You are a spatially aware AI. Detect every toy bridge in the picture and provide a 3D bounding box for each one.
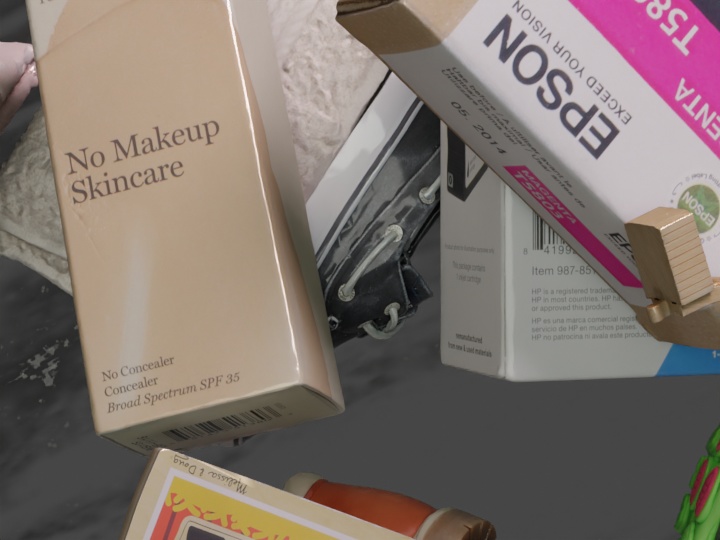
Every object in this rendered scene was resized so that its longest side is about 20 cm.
[{"bbox_3d":[0.189,-0.023,0.837,0.199,0.027,0.068,-25,106,-20],"label":"toy bridge"}]

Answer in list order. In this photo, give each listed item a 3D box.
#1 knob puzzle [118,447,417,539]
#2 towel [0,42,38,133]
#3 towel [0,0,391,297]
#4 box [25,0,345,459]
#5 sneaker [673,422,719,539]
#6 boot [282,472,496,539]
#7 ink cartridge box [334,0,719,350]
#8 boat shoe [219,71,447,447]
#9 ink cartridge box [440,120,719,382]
[{"bbox_3d":[-0.030,0.191,0.851,0.218,0.030,0.222,2,86,-24],"label":"knob puzzle"},{"bbox_3d":[-0.256,-0.062,0.954,0.198,0.191,0.032,5,118,5],"label":"towel"},{"bbox_3d":[-0.075,-0.068,1.008,0.132,0.034,0.201,31,95,3],"label":"towel"},{"bbox_3d":[-0.075,-0.032,0.930,0.094,0.078,0.202,-15,75,9],"label":"box"},{"bbox_3d":[0.180,0.130,0.979,0.083,0.077,0.201,17,105,0],"label":"sneaker"},{"bbox_3d":[-0.011,0.191,1.005,0.107,0.075,0.202,17,101,25],"label":"boot"},{"bbox_3d":[0.118,-0.094,0.859,0.200,0.075,0.165,43,78,-18],"label":"ink cartridge box"},{"bbox_3d":[0.000,0.000,0.990,0.068,0.072,0.201,31,88,5],"label":"boat shoe"},{"bbox_3d":[0.112,-0.058,0.943,0.144,0.084,0.202,-1,93,-18],"label":"ink cartridge box"}]
